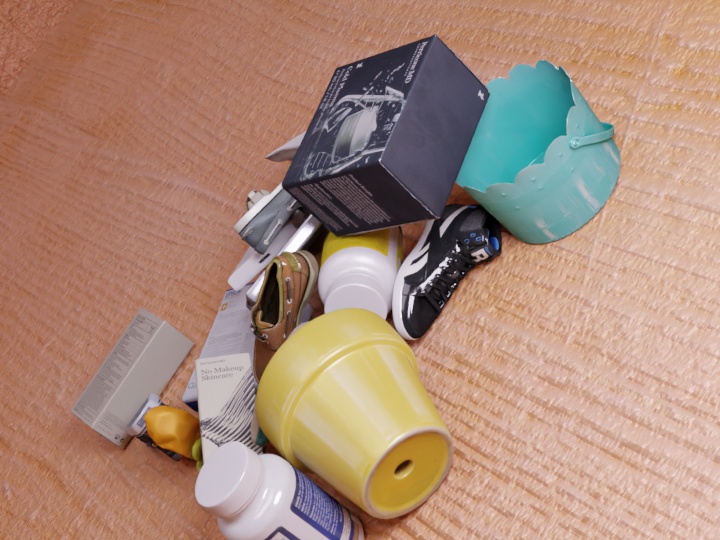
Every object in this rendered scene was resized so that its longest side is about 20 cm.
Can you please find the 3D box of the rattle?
[{"bbox_3d":[-0.187,0.247,1.672,0.130,0.143,0.200,-40,30,3],"label":"rattle"}]

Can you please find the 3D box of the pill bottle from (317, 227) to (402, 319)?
[{"bbox_3d":[0.000,0.000,1.694,0.111,0.111,0.201,-34,23,21],"label":"pill bottle"}]

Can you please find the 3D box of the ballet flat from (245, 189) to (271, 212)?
[{"bbox_3d":[-0.149,-0.092,1.927,0.067,0.063,0.200,-43,9,-7],"label":"ballet flat"}]

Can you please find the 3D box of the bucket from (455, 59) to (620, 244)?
[{"bbox_3d":[0.219,-0.145,1.593,0.206,0.135,0.209,-30,38,27],"label":"bucket"}]

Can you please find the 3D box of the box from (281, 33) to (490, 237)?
[{"bbox_3d":[0.032,-0.165,1.608,0.195,0.124,0.202,-8,51,47],"label":"box"}]

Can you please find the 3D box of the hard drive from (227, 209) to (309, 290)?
[{"bbox_3d":[-0.132,-0.045,1.929,0.132,0.027,0.200,-42,9,14],"label":"hard drive"}]

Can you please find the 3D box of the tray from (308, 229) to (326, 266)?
[{"bbox_3d":[-0.021,-0.079,1.901,0.200,0.037,0.099,-43,33,8],"label":"tray"}]

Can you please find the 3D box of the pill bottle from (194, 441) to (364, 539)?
[{"bbox_3d":[-0.095,0.283,1.469,0.110,0.200,0.112,-29,37,25],"label":"pill bottle"}]

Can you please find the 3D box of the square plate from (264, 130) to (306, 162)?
[{"bbox_3d":[-0.033,-0.213,1.873,0.197,0.029,0.200,-32,10,-16],"label":"square plate"}]

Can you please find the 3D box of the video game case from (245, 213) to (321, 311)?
[{"bbox_3d":[-0.091,-0.029,1.788,0.201,0.022,0.182,-51,0,-8],"label":"video game case"}]

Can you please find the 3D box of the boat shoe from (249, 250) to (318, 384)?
[{"bbox_3d":[-0.117,0.067,1.681,0.071,0.067,0.203,26,113,36],"label":"boat shoe"}]

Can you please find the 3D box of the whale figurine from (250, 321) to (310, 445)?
[{"bbox_3d":[-0.067,0.152,1.613,0.200,0.102,0.161,-44,-29,-58],"label":"whale figurine"}]

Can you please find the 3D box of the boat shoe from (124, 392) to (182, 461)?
[{"bbox_3d":[-0.293,0.237,1.879,0.071,0.091,0.200,-53,6,-9],"label":"boat shoe"}]

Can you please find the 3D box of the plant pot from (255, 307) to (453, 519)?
[{"bbox_3d":[0.006,0.177,1.482,0.201,0.201,0.189,-47,47,1],"label":"plant pot"}]

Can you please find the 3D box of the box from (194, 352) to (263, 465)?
[{"bbox_3d":[-0.169,0.204,1.647,0.081,0.069,0.201,-7,43,-7],"label":"box"}]

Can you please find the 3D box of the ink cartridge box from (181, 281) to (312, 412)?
[{"bbox_3d":[-0.158,0.104,1.871,0.195,0.043,0.202,-15,44,43],"label":"ink cartridge box"}]

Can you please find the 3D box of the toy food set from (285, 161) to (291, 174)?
[{"bbox_3d":[-0.033,-0.168,1.916,0.196,0.049,0.201,-32,17,15],"label":"toy food set"}]

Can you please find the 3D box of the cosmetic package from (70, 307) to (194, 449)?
[{"bbox_3d":[-0.362,0.169,2.016,0.201,0.073,0.103,-55,33,-10],"label":"cosmetic package"}]

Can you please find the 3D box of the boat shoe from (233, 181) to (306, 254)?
[{"bbox_3d":[-0.088,-0.103,1.804,0.199,0.062,0.073,-41,0,-4],"label":"boat shoe"}]

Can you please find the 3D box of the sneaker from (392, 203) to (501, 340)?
[{"bbox_3d":[0.117,-0.005,1.630,0.111,0.073,0.202,-4,55,44],"label":"sneaker"}]
